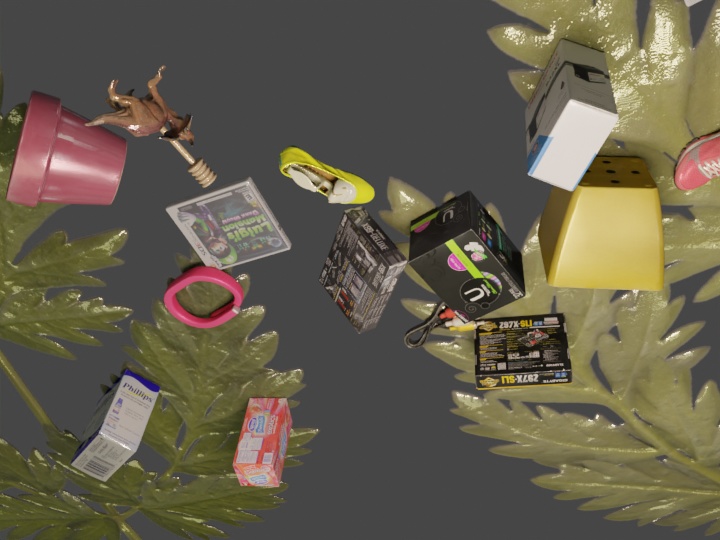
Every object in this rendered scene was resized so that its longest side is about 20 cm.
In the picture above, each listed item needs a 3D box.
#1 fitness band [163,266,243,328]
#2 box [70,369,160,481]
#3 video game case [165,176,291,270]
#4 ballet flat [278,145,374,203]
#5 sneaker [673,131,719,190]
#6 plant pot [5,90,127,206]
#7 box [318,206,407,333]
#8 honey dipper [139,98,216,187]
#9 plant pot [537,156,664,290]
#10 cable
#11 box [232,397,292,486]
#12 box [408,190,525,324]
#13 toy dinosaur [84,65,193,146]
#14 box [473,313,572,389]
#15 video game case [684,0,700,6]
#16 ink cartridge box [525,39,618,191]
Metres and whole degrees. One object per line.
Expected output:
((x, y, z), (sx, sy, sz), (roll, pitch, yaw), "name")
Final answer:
((-0.346, 0.062, 1.696), (0.199, 0.038, 0.143), (-28, 124, 37), "fitness band")
((-0.607, 0.384, 1.918), (0.104, 0.201, 0.184), (33, 128, -20), "box")
((-0.267, -0.089, 1.573), (0.198, 0.024, 0.183), (-15, 128, 20), "video game case")
((-0.066, -0.164, 1.449), (0.198, 0.067, 0.067), (26, 129, -16), "ballet flat")
((0.620, -0.198, 1.314), (0.073, 0.087, 0.200), (32, 128, -19), "sneaker")
((-0.531, -0.204, 1.408), (0.177, 0.202, 0.200), (13, 134, -27), "plant pot")
((0.000, 0.000, 1.532), (0.049, 0.158, 0.201), (-17, 144, -36), "box")
((-0.347, -0.238, 1.442), (0.038, 0.038, 0.200), (-25, 122, 27), "honey dipper")
((0.431, -0.095, 1.371), (0.197, 0.201, 0.178), (2, 121, 6), "plant pot")
((0.165, 0.117, 1.679), (0.199, 0.051, 0.097), (-28, 122, 27), "cable")
((-0.238, 0.421, 1.902), (0.101, 0.201, 0.095), (-1, 132, 8), "box")
((0.207, -0.024, 1.500), (0.148, 0.125, 0.200), (-28, 124, 28), "box")
((-0.367, -0.263, 1.337), (0.086, 0.199, 0.136), (-29, 93, 43), "toy dinosaur")
((0.339, 0.169, 1.630), (0.197, 0.161, 0.050), (-6, 131, 12), "box")
((0.520, -0.506, 1.098), (0.181, 0.022, 0.200), (-23, 124, 26), "video game case")
((0.330, -0.251, 1.230), (0.083, 0.201, 0.146), (17, 132, -6), "ink cartridge box")
